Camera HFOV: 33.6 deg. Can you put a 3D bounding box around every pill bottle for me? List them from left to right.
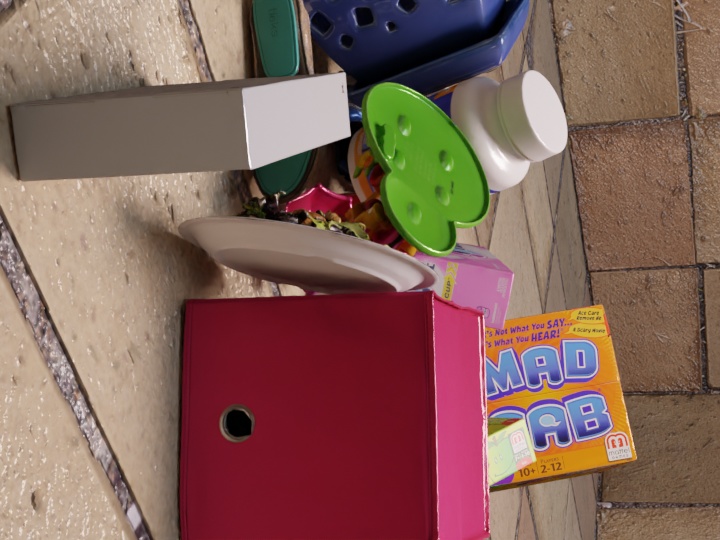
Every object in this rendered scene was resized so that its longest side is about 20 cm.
[{"bbox_3d":[0.095,-0.121,1.160,0.112,0.199,0.113,28,52,-43],"label":"pill bottle"}]

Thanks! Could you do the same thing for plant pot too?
[{"bbox_3d":[0.056,-0.279,1.191,0.181,0.199,0.200,63,25,-17],"label":"plant pot"}]

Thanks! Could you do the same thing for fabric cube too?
[{"bbox_3d":[-0.013,0.125,0.955,0.200,0.198,0.198,23,66,-71],"label":"fabric cube"}]

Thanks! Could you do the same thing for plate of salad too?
[{"bbox_3d":[-0.037,-0.019,0.896,0.200,0.199,0.048,39,61,-67],"label":"plate of salad"}]

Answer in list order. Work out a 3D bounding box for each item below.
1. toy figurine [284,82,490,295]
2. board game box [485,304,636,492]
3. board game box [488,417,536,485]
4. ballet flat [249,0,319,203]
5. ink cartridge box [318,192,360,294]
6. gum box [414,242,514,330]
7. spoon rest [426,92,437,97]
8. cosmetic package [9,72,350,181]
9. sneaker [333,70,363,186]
[{"bbox_3d":[-0.001,-0.038,1.059,0.150,0.184,0.201,36,36,-22],"label":"toy figurine"},{"bbox_3d":[0.221,0.176,1.566,0.200,0.198,0.201,102,-21,-75],"label":"board game box"},{"bbox_3d":[0.065,0.202,1.179,0.199,0.101,0.048,-20,97,-32],"label":"board game box"},{"bbox_3d":[-0.063,-0.156,1.073,0.067,0.068,0.201,31,58,-77],"label":"ballet flat"},{"bbox_3d":[0.000,0.000,1.241,0.116,0.067,0.201,60,31,-56],"label":"ink cartridge box"},{"bbox_3d":[0.098,0.007,1.369,0.200,0.113,0.067,-112,-147,-80],"label":"gum box"},{"bbox_3d":[0.054,-0.142,1.357,0.060,0.099,0.201,-30,155,-37],"label":"spoon rest"},{"bbox_3d":[-0.106,-0.096,0.772,0.200,0.150,0.052,-35,120,-70],"label":"cosmetic package"},{"bbox_3d":[0.007,-0.115,1.298,0.201,0.077,0.085,63,32,-34],"label":"sneaker"}]
